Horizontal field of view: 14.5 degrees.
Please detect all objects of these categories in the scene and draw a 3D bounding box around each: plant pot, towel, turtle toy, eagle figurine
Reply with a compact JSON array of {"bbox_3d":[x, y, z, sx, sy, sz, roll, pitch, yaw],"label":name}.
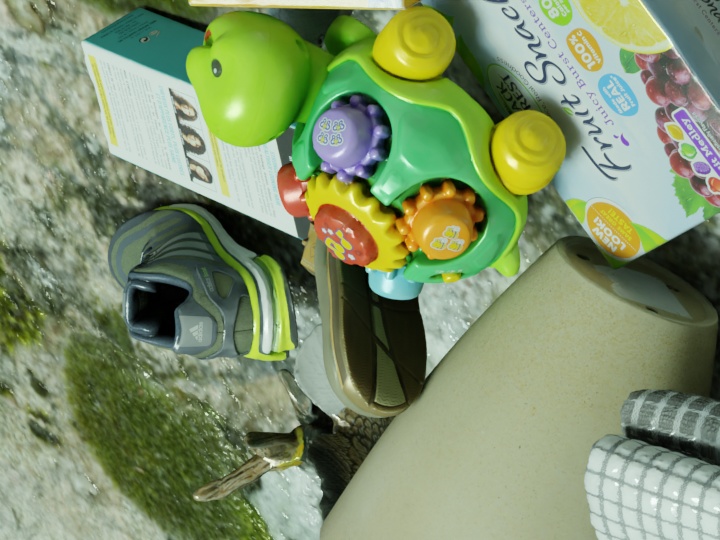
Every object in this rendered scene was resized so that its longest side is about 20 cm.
[{"bbox_3d":[0.104,0.091,1.479,0.187,0.187,0.200,34,110,25],"label":"plant pot"},{"bbox_3d":[0.214,0.152,1.386,0.165,0.086,0.200,15,144,39],"label":"towel"},{"bbox_3d":[0.003,-0.062,1.434,0.200,0.101,0.146,43,155,1],"label":"turtle toy"},{"bbox_3d":[0.023,0.140,1.663,0.151,0.152,0.200,33,-176,-43],"label":"eagle figurine"}]

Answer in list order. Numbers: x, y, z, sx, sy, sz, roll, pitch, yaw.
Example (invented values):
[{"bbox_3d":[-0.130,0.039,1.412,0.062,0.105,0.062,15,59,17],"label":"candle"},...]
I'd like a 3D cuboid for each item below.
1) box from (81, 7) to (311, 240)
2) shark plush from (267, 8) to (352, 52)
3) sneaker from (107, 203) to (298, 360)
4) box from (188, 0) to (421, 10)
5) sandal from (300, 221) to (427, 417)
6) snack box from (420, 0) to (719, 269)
[{"bbox_3d":[-0.075,-0.085,1.638,0.200,0.049,0.082,24,138,42],"label":"box"},{"bbox_3d":[-0.023,-0.197,1.455,0.091,0.083,0.200,31,141,28],"label":"shark plush"},{"bbox_3d":[-0.114,0.007,1.720,0.200,0.081,0.074,23,115,59],"label":"sneaker"},{"bbox_3d":[-0.032,-0.229,1.385,0.119,0.041,0.201,3,110,21],"label":"box"},{"bbox_3d":[0.000,0.000,1.514,0.080,0.200,0.054,29,135,-27],"label":"sandal"},{"bbox_3d":[0.118,-0.112,1.392,0.200,0.053,0.142,54,148,-2],"label":"snack box"}]
